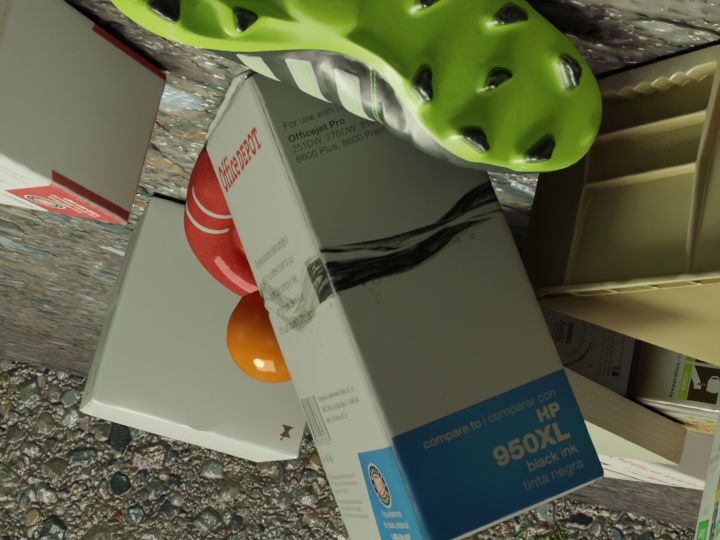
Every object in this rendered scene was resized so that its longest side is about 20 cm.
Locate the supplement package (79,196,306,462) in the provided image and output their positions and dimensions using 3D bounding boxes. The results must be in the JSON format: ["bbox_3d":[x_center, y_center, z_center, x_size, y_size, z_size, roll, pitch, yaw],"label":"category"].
[{"bbox_3d":[-0.113,0.050,1.305,0.151,0.151,0.200,17,170,-9],"label":"supplement package"}]

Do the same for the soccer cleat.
[{"bbox_3d":[-0.002,-0.090,0.649,0.199,0.068,0.081,19,-173,-21],"label":"soccer cleat"}]

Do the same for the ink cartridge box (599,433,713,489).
[{"bbox_3d":[0.207,0.121,1.439,0.146,0.085,0.200,20,170,-28],"label":"ink cartridge box"}]

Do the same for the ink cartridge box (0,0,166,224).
[{"bbox_3d":[-0.220,-0.092,0.855,0.199,0.084,0.144,10,170,25],"label":"ink cartridge box"}]

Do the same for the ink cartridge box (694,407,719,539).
[{"bbox_3d":[0.167,0.147,0.751,0.050,0.201,0.109,13,171,5],"label":"ink cartridge box"}]

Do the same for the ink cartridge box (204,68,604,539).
[{"bbox_3d":[0.011,0.011,0.747,0.084,0.201,0.145,-20,178,-14],"label":"ink cartridge box"}]

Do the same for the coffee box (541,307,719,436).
[{"bbox_3d":[0.185,0.052,1.091,0.199,0.080,0.114,8,168,33],"label":"coffee box"}]

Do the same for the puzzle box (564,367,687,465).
[{"bbox_3d":[0.087,0.072,1.047,0.133,0.026,0.200,4,163,45],"label":"puzzle box"}]

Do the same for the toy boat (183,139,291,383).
[{"bbox_3d":[-0.038,-0.003,0.954,0.130,0.131,0.200,16,170,-7],"label":"toy boat"}]

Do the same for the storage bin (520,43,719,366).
[{"bbox_3d":[0.192,-0.009,0.704,0.199,0.094,0.198,19,169,-22],"label":"storage bin"}]
